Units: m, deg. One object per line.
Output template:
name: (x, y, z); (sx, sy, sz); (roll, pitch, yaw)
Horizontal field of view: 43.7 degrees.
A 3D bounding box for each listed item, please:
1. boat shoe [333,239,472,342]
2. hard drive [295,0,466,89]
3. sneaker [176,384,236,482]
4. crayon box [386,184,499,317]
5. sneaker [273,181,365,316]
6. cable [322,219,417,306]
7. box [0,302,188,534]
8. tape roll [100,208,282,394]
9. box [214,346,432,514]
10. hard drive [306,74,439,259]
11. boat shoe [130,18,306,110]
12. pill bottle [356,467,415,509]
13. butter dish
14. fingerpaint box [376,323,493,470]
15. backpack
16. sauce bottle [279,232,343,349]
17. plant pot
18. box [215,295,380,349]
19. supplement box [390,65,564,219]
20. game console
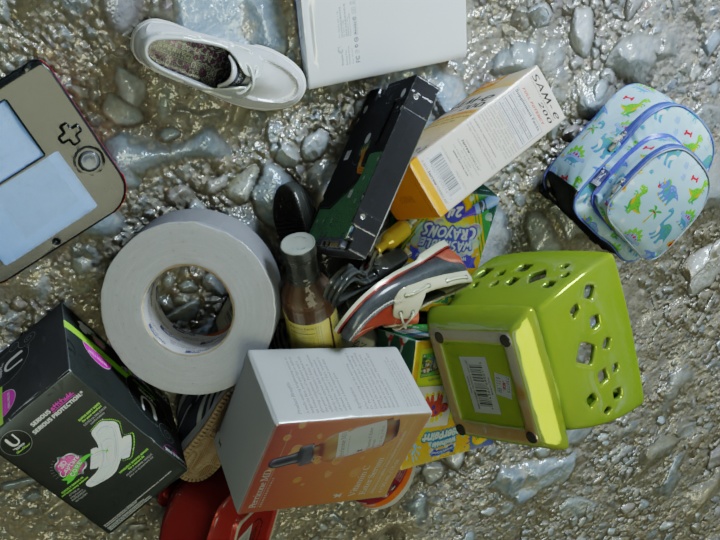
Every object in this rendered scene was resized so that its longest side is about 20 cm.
boat shoe: (0.053, 0.033, 1.056); (0.199, 0.063, 0.071); (-32, 170, -35)
hard drive: (0.026, -0.290, 1.012); (0.197, 0.025, 0.134); (-15, 121, -16)
sneaker: (-0.162, 0.156, 1.104); (0.070, 0.109, 0.200); (34, 109, -29)
crayon box: (0.092, -0.017, 1.171); (0.124, 0.052, 0.203); (4, 115, -26)
sneaker: (-0.036, -0.021, 1.105); (0.104, 0.059, 0.203); (-26, 105, -40)
cable: (0.000, 0.000, 1.040); (0.199, 0.050, 0.098); (-28, 158, -52)
box: (-0.315, 0.168, 1.025); (0.124, 0.149, 0.201); (-37, 125, 1)
tape roll: (-0.189, 0.036, 1.016); (0.196, 0.066, 0.204); (0, 107, 2)
box: (-0.046, 0.179, 1.024); (0.197, 0.107, 0.154); (1, 130, -31)
hard drive: (0.010, -0.111, 0.995); (0.037, 0.139, 0.203); (27, 82, -20)
boat shoe: (-0.142, -0.214, 0.950); (0.198, 0.069, 0.073); (19, 107, -31)
pill bottle: (-0.019, 0.233, 1.217); (0.109, 0.110, 0.200); (-43, 125, 3)
butter dish: (-0.198, 0.318, 1.170); (0.199, 0.146, 0.203); (-33, 143, -62)
fingerpaint box: (0.103, 0.159, 1.197); (0.198, 0.073, 0.170); (-3, 102, -46)
backpack: (0.370, -0.126, 1.182); (0.182, 0.147, 0.201); (34, 96, -36)
sauce bottle: (-0.057, 0.047, 1.033); (0.064, 0.065, 0.202); (-18, 130, -15)
plant pot: (0.201, 0.102, 1.095); (0.180, 0.197, 0.203); (-26, 105, -37)
box: (-0.077, 0.079, 1.134); (0.198, 0.068, 0.083); (21, 107, -31)
supplement box: (0.121, -0.146, 1.041); (0.199, 0.126, 0.074); (-38, 104, -17)
game console: (-0.365, -0.095, 0.936); (0.198, 0.031, 0.178); (-33, 125, -6)
